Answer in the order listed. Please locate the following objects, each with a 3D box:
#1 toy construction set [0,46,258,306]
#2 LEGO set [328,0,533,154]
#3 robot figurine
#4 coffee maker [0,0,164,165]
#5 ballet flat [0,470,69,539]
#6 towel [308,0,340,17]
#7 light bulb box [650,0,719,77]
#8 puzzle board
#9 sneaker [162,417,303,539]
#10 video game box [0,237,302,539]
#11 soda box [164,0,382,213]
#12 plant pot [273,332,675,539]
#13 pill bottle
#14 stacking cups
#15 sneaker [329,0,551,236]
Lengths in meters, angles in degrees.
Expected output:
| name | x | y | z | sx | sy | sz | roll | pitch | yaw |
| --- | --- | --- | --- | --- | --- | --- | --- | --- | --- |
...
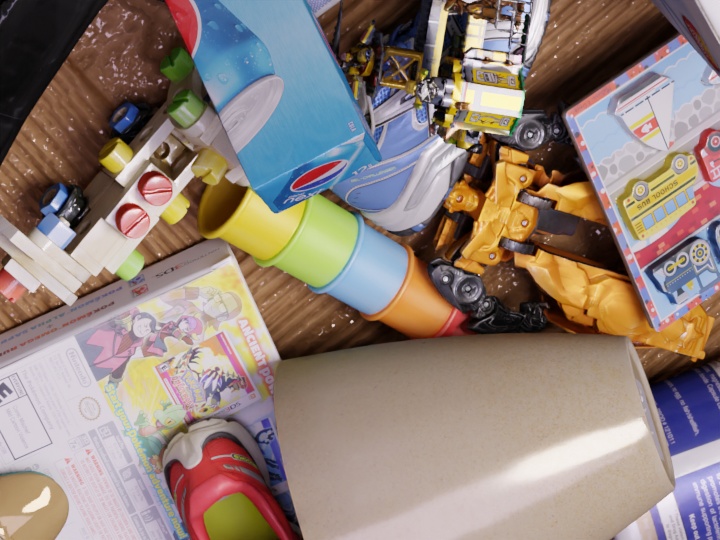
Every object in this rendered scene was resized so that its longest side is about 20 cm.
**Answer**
| name | x | y | z | sx | sy | sz | roll | pitch | yaw |
| --- | --- | --- | --- | --- | --- | --- | --- | --- | --- |
| toy construction set | -0.120 | -0.045 | 1.545 | 0.200 | 0.131 | 0.092 | -37 | 115 | -9 |
| LEGO set | 0.026 | -0.166 | 1.484 | 0.115 | 0.154 | 0.201 | 7 | 105 | -14 |
| robot figurine | 0.131 | -0.020 | 1.661 | 0.199 | 0.058 | 0.146 | 18 | 102 | -22 |
| coffee maker | -0.219 | -0.104 | 1.495 | 0.191 | 0.135 | 0.201 | 26 | 107 | -24 |
| ballet flat | -0.257 | 0.182 | 1.637 | 0.199 | 0.063 | 0.069 | -26 | 118 | 17 |
| towel | -0.059 | -0.228 | 1.538 | 0.147 | 0.024 | 0.200 | -37 | 116 | 8 |
| light bulb box | 0.192 | -0.218 | 1.505 | 0.124 | 0.200 | 0.199 | -33 | 118 | 4 |
| puzzle board | 0.223 | -0.078 | 1.641 | 0.199 | 0.017 | 0.151 | -34 | 115 | -19 |
| sneaker | -0.059 | 0.182 | 1.651 | 0.077 | 0.085 | 0.201 | -30 | 120 | 3 |
| video game box | -0.123 | 0.101 | 1.668 | 0.181 | 0.047 | 0.201 | -23 | 119 | 0 |
| soda box | -0.062 | -0.136 | 1.471 | 0.068 | 0.064 | 0.201 | -26 | 76 | 4 |
| plant pot | 0.075 | 0.112 | 1.621 | 0.199 | 0.188 | 0.188 | -18 | 119 | 9 |
| pill bottle | 0.236 | 0.110 | 1.722 | 0.199 | 0.116 | 0.116 | -19 | 118 | -4 |
| stacking cups | 0.000 | 0.000 | 1.640 | 0.199 | 0.061 | 0.061 | 31 | 105 | -25 |
| sneaker | 0.042 | -0.115 | 1.587 | 0.077 | 0.076 | 0.201 | 23 | 105 | -22 |
